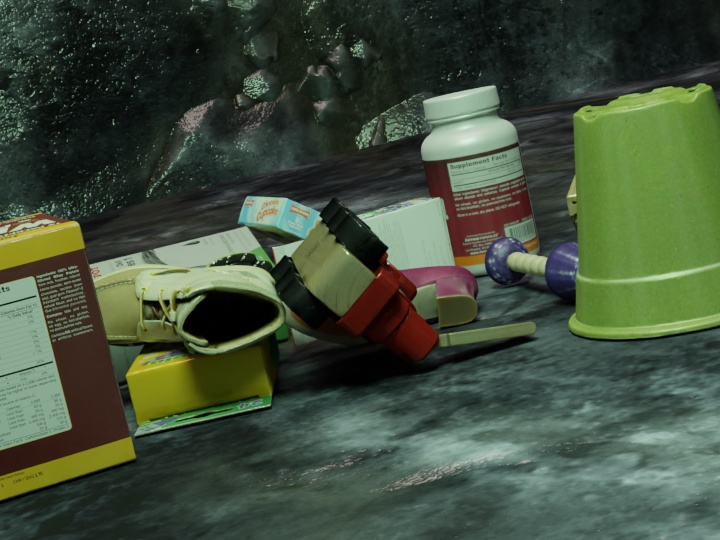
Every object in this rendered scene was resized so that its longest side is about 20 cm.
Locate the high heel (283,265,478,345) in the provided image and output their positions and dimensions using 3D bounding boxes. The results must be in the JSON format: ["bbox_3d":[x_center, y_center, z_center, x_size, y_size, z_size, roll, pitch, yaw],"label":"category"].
[{"bbox_3d":[0.018,0.024,1.535,0.199,0.068,0.096,-7,19,1],"label":"high heel"}]

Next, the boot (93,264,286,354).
[{"bbox_3d":[-0.168,0.037,1.385,0.199,0.073,0.155,-5,8,-6],"label":"boot"}]

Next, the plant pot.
[{"bbox_3d":[0.264,-0.059,1.353,0.199,0.191,0.200,-11,9,2],"label":"plant pot"}]

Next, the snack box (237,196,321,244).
[{"bbox_3d":[-0.026,-0.030,1.714,0.199,0.037,0.116,23,-7,-26],"label":"snack box"}]

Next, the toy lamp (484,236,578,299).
[{"bbox_3d":[0.185,-0.003,1.544,0.058,0.059,0.200,-15,8,-19],"label":"toy lamp"}]

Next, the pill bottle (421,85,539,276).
[{"bbox_3d":[0.132,-0.102,1.754,0.112,0.201,0.113,-12,9,2],"label":"pill bottle"}]

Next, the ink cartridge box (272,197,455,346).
[{"bbox_3d":[0.000,0.000,1.599,0.199,0.110,0.050,-17,10,-25],"label":"ink cartridge box"}]

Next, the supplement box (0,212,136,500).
[{"bbox_3d":[-0.295,0.066,1.309,0.132,0.201,0.197,-15,10,-19],"label":"supplement box"}]

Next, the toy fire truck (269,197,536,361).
[{"bbox_3d":[0.037,0.028,1.391,0.129,0.200,0.176,-49,12,2],"label":"toy fire truck"}]

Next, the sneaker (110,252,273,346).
[{"bbox_3d":[-0.183,0.032,1.508,0.199,0.074,0.081,-9,-4,-15],"label":"sneaker"}]

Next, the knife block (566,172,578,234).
[{"bbox_3d":[0.254,-0.091,1.557,0.064,0.176,0.200,-10,-30,17],"label":"knife block"}]

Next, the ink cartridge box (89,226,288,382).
[{"bbox_3d":[-0.192,0.035,1.634,0.199,0.085,0.146,-14,25,-14],"label":"ink cartridge box"}]

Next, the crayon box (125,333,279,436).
[{"bbox_3d":[-0.142,0.091,1.426,0.125,0.052,0.200,-12,10,1],"label":"crayon box"}]
